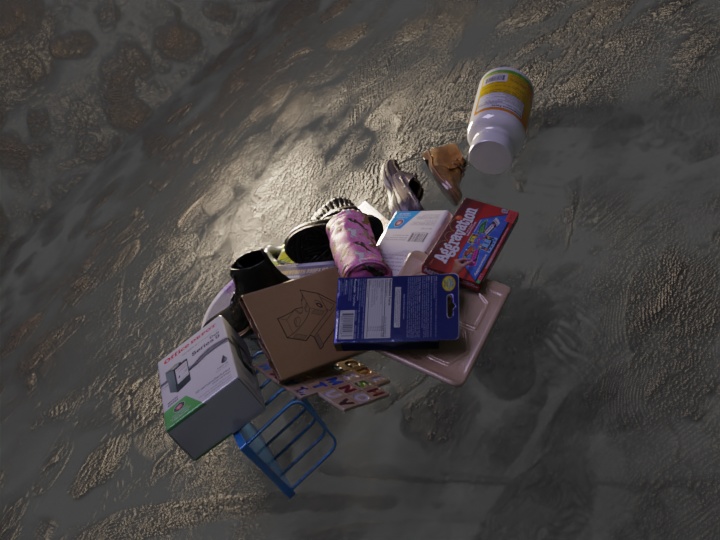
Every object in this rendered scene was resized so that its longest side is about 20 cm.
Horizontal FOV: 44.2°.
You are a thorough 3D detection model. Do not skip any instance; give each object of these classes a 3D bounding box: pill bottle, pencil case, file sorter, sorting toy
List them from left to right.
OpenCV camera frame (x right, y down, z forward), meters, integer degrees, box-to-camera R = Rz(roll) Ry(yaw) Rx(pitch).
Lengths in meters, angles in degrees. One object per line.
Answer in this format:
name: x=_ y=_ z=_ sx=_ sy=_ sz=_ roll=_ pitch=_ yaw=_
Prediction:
file sorter: x=-0.144 y=0.247 z=1.482 sx=0.122 sy=0.139 sz=0.200 roll=-41 pitch=31 yaw=-5
pencil case: x=-0.004 y=-0.031 z=1.540 sx=0.082 sy=0.087 sz=0.201 roll=-36 pitch=32 yaw=9
sorting toy: x=0.122 y=0.076 z=1.423 sx=0.183 sy=0.037 sz=0.202 roll=22 pitch=63 yaw=23
pill bottle: x=0.262 y=-0.280 z=1.677 sx=0.110 sy=0.111 sz=0.202 roll=-16 pitch=41 yaw=36

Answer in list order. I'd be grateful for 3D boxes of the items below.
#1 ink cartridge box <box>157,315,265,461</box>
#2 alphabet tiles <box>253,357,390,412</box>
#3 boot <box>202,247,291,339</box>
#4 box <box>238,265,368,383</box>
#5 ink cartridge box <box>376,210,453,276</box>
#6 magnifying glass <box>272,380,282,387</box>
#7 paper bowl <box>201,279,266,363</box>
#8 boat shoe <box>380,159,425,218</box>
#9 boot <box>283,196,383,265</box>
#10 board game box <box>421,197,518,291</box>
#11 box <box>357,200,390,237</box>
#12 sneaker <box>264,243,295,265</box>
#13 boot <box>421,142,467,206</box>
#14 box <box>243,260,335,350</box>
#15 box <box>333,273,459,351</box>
ink cartridge box: x=-0.248 y=0.187 z=1.451 sx=0.145 sy=0.084 sz=0.200 roll=-36 pitch=31 yaw=2
alphabet tiles: x=-0.053 y=0.176 z=1.455 sx=0.165 sy=0.008 sz=0.198 roll=-11 pitch=25 yaw=-41
boot: x=-0.216 y=0.041 z=1.542 sx=0.198 sy=0.139 sz=0.078 roll=-28 pitch=43 yaw=8
box: x=-0.084 y=0.086 z=1.482 sx=0.197 sy=0.165 sz=0.021 roll=-17 pitch=-24 yaw=-31
ink cartridge box: x=0.083 y=-0.004 z=1.573 sx=0.145 sy=0.084 sz=0.202 roll=4 pitch=56 yaw=51
magnifying glass: x=-0.086 y=0.134 z=1.621 sx=0.200 sy=0.080 sz=0.022 roll=-44 pitch=27 yaw=-22
paper bowl: x=-0.211 y=0.101 z=1.758 sx=0.198 sy=0.105 sz=0.203 roll=-27 pitch=35 yaw=21
boat shoe: x=0.092 y=-0.155 z=1.770 sx=0.072 sy=0.075 sz=0.202 roll=-23 pitch=44 yaw=11
boot: x=-0.073 y=-0.078 z=1.717 sx=0.208 sy=0.081 sz=0.157 roll=-11 pitch=24 yaw=-25
board game box: x=0.186 y=-0.048 z=1.484 sx=0.101 sy=0.020 sz=0.201 roll=16 pitch=45 yaw=20
box: x=0.043 y=-0.083 z=1.756 sx=0.039 sy=0.042 sz=0.200 roll=-42 pitch=32 yaw=-1
sneaker: x=-0.125 y=-0.022 z=1.838 sx=0.198 sy=0.077 sz=0.076 roll=-11 pitch=41 yaw=40
boot: x=0.174 y=-0.194 z=1.719 sx=0.074 sy=0.074 sz=0.201 roll=-26 pitch=32 yaw=7
box: x=-0.125 y=0.064 z=1.604 sx=0.197 sy=0.049 sz=0.160 roll=-5 pitch=50 yaw=27
box: x=0.059 y=0.066 z=1.399 sx=0.196 sy=0.033 sz=0.123 roll=-2 pitch=58 yaw=10
